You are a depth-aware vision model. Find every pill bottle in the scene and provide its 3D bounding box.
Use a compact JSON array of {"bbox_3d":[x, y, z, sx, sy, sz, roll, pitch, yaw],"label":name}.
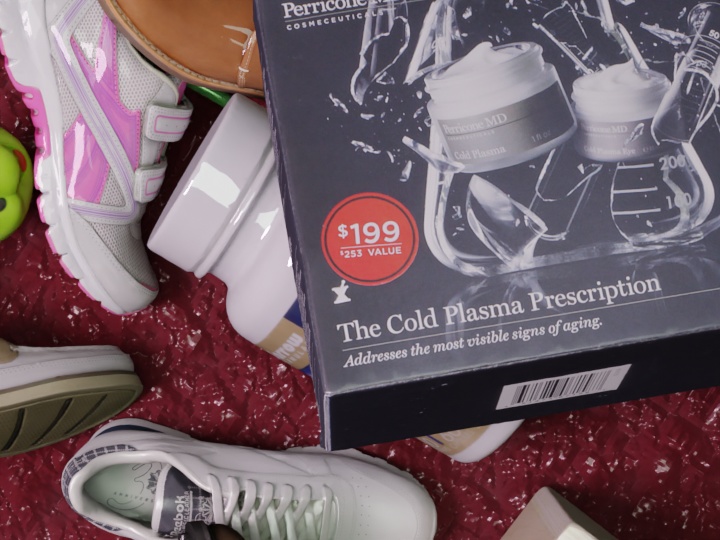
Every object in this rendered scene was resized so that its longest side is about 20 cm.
[{"bbox_3d":[0.000,0.000,0.821,0.200,0.120,0.120,30,91,-9],"label":"pill bottle"}]

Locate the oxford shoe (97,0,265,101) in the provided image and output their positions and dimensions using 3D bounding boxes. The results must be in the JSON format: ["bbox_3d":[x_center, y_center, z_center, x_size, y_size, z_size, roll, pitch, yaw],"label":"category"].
[{"bbox_3d":[-0.040,-0.120,0.817,0.200,0.071,0.072,25,69,-29],"label":"oxford shoe"}]

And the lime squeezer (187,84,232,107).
[{"bbox_3d":[-0.171,-0.112,0.879,0.199,0.038,0.071,-6,91,0],"label":"lime squeezer"}]

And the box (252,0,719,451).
[{"bbox_3d":[0.065,-0.035,0.706,0.199,0.104,0.183,-10,71,-4],"label":"box"}]

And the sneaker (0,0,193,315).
[{"bbox_3d":[-0.126,-0.072,0.840,0.088,0.081,0.201,-11,113,-2],"label":"sneaker"}]

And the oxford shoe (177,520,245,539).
[{"bbox_3d":[-0.042,0.163,0.807,0.084,0.200,0.073,-15,65,2],"label":"oxford shoe"}]

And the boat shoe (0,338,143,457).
[{"bbox_3d":[-0.205,0.057,0.830,0.075,0.200,0.069,-47,61,41],"label":"boat shoe"}]

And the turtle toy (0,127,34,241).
[{"bbox_3d":[-0.262,-0.021,0.842,0.200,0.101,0.146,-24,97,2],"label":"turtle toy"}]

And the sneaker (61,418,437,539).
[{"bbox_3d":[-0.058,0.128,0.858,0.199,0.081,0.077,7,89,-1],"label":"sneaker"}]

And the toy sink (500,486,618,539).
[{"bbox_3d":[0.145,0.221,0.831,0.200,0.130,0.112,37,91,-1],"label":"toy sink"}]
